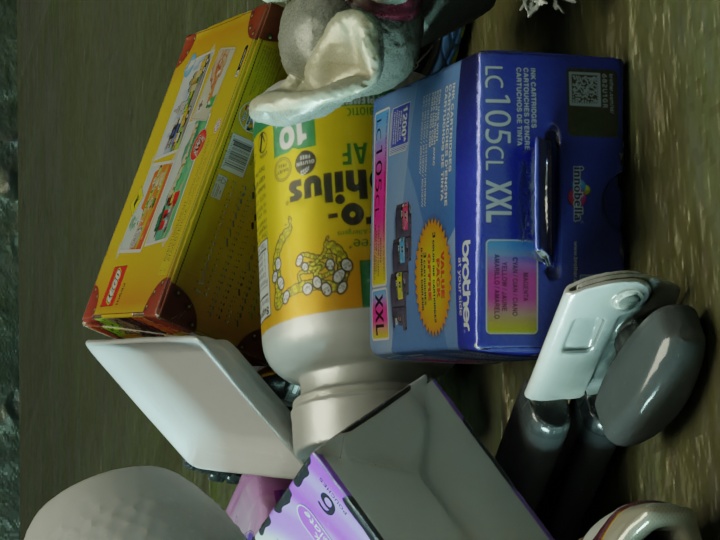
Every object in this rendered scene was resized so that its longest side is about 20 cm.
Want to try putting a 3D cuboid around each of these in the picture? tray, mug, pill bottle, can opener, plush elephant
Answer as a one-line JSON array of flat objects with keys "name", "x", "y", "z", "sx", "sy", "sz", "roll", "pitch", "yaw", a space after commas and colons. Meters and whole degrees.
[{"name": "tray", "x": -0.090, "y": 0.073, "z": 1.258, "sx": 0.107, "sy": 0.022, "sz": 0.200, "roll": 50, "pitch": 160, "yaw": -15}, {"name": "mug", "x": -0.097, "y": 0.210, "z": 1.173, "sx": 0.200, "sy": 0.147, "sz": 0.176, "roll": 36, "pitch": -155, "yaw": -58}, {"name": "pill bottle", "x": 0.000, "y": 0.000, "z": 1.181, "sx": 0.113, "sy": 0.112, "sz": 0.201, "roll": 135, "pitch": 134, "yaw": -68}, {"name": "can opener", "x": 0.093, "y": 0.074, "z": 0.955, "sx": 0.200, "sy": 0.052, "sz": 0.067, "roll": 109, "pitch": 156, "yaw": -47}, {"name": "plush elephant", "x": -0.001, "y": -0.155, "z": 1.036, "sx": 0.200, "sy": 0.165, "sz": 0.155, "roll": 48, "pitch": 121, "yaw": 10}]

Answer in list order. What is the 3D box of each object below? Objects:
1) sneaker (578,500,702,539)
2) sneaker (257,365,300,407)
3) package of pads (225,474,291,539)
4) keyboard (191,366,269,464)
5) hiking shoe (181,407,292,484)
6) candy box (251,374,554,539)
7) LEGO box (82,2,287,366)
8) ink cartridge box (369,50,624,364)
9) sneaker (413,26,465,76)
[{"name": "sneaker", "x": 0.111, "y": 0.190, "z": 0.843, "sx": 0.090, "sy": 0.075, "sz": 0.201, "roll": 117, "pitch": 150, "yaw": -67}, {"name": "sneaker", "x": -0.025, "y": -0.009, "z": 1.336, "sx": 0.078, "sy": 0.077, "sz": 0.201, "roll": 153, "pitch": 118, "yaw": -74}, {"name": "package of pads", "x": -0.037, "y": 0.216, "z": 1.361, "sx": 0.121, "sy": 0.075, "sz": 0.201, "roll": 109, "pitch": 156, "yaw": -45}, {"name": "keyboard", "x": -0.058, "y": 0.034, "z": 1.390, "sx": 0.056, "sy": 0.011, "sz": 0.201, "roll": -17, "pitch": 43, "yaw": 52}, {"name": "hiking shoe", "x": -0.079, "y": 0.092, "z": 1.482, "sx": 0.200, "sy": 0.075, "sz": 0.101, "roll": 101, "pitch": 174, "yaw": -79}, {"name": "candy box", "x": 0.029, "y": 0.165, "z": 1.005, "sx": 0.168, "sy": 0.071, "sz": 0.200, "roll": 53, "pitch": 154, "yaw": 11}, {"name": "LEGO box", "x": -0.081, "y": -0.048, "z": 1.311, "sx": 0.149, "sy": 0.077, "sz": 0.201, "roll": -5, "pitch": 64, "yaw": 66}, {"name": "ink cartridge box", "x": 0.066, "y": -0.027, "z": 1.022, "sx": 0.200, "sy": 0.076, "sz": 0.137, "roll": 168, "pitch": 102, "yaw": -72}, {"name": "sneaker", "x": 0.022, "y": -0.189, "z": 1.170, "sx": 0.071, "sy": 0.082, "sz": 0.200, "roll": -116, "pitch": 32, "yaw": -58}]
